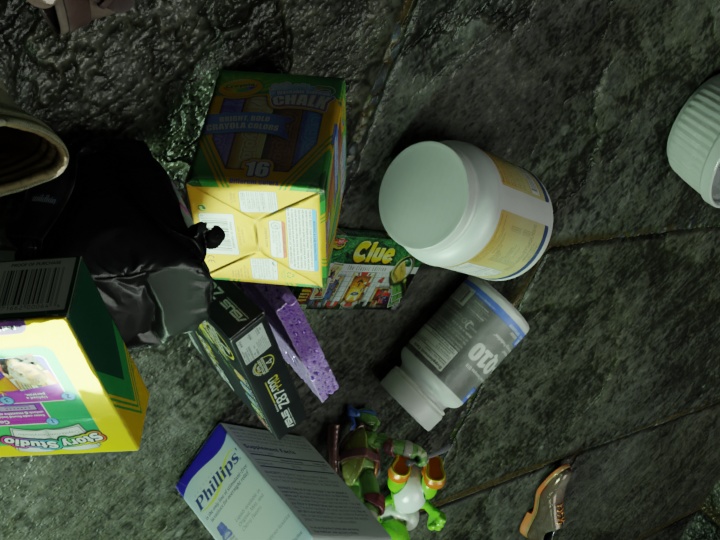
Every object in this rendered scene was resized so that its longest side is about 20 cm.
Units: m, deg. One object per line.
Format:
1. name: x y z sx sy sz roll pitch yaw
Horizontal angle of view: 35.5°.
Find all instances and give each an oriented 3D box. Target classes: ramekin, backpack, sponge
1. ramekin: 0.562 -0.208 1.729 0.199 0.105 0.202 -31 143 -26
2. backpack: -0.214 -0.024 0.934 0.165 0.201 0.128 -2 127 -22
3. sponge: -0.086 0.056 1.237 0.030 0.112 0.201 -37 145 -12

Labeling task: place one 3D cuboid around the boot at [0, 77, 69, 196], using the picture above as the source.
1. boot: -0.313 -0.111 0.763 0.199 0.154 0.073 -3 126 -48

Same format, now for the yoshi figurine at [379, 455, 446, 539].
1. yoshi figurine: 0.066 0.374 1.739 0.111 0.112 0.202 -22 144 -34

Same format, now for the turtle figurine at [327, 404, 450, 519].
1. turtle figurine: 0.034 0.298 1.541 0.201 0.142 0.196 58 34 -43

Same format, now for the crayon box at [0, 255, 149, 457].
1. crayon box: -0.276 0.071 0.829 0.197 0.059 0.174 -3 141 7

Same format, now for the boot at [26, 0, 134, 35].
1. boot: -0.208 -0.264 0.812 0.146 0.070 0.201 -41 146 -7

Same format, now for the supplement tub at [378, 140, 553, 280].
1. supplement tub: 0.125 -0.071 1.324 0.199 0.144 0.145 13 114 -53

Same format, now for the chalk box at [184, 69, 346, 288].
1. chalk box: -0.076 -0.101 1.041 0.125 0.122 0.202 89 8 -47

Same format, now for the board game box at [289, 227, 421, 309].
1. board game box: 0.000 0.000 1.363 0.199 0.023 0.106 2 120 -50

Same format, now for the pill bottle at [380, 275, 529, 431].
1. pill bottle: 0.127 0.114 1.541 0.200 0.114 0.114 -47 147 -2

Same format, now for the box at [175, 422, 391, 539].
1. box: -0.094 0.298 1.390 0.105 0.200 0.183 -53 147 10

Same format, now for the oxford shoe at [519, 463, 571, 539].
1. oxford shoe: 0.386 0.469 2.237 0.071 0.073 0.202 -15 134 -39

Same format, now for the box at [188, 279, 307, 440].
1. box: -0.135 0.064 1.142 0.049 0.161 0.201 -37 146 -15

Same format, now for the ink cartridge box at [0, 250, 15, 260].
1. ink cartridge box: -0.357 0.062 0.950 0.199 0.084 0.147 3 121 -50
